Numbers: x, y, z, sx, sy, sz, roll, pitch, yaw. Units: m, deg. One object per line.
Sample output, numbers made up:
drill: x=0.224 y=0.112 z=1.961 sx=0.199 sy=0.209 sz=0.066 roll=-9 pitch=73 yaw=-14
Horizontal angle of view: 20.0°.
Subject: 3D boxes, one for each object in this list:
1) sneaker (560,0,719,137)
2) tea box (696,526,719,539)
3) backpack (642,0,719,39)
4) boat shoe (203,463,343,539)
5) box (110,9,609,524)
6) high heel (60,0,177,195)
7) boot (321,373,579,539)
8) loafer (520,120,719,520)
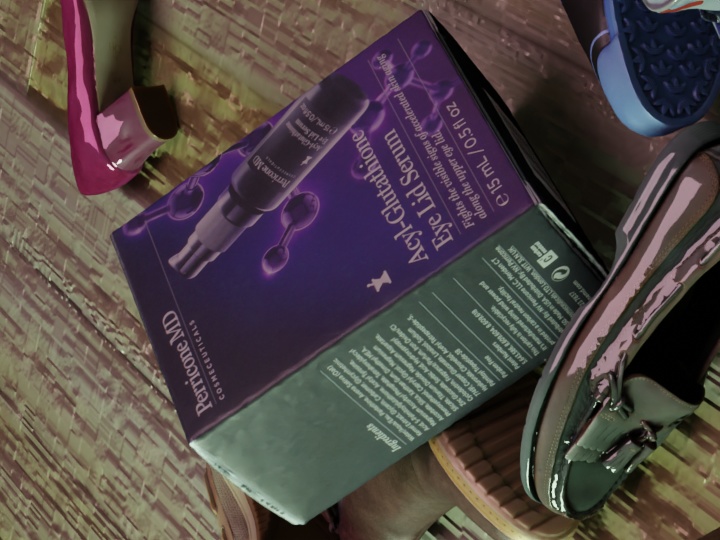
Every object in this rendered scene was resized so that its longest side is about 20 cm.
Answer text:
sneaker: x=0.115 y=-0.147 z=0.943 sx=0.078 sy=0.070 sz=0.200 roll=-34 pitch=55 yaw=55
tea box: x=0.185 y=0.177 z=0.661 sx=0.197 sy=0.200 sz=0.134 roll=26 pitch=112 yaw=28
backpack: x=0.173 y=-0.187 z=0.792 sx=0.200 sy=0.154 sz=0.191 roll=-55 pitch=36 yaw=44
boat shoe: x=-0.043 y=0.159 z=1.164 sx=0.200 sy=0.072 sz=0.065 roll=61 pitch=145 yaw=40
box: x=0.000 y=0.000 z=0.985 sx=0.200 sy=0.104 sz=0.148 roll=-36 pitch=49 yaw=9
high heel: x=-0.189 y=-0.153 z=1.381 sx=0.096 sy=0.067 sz=0.200 roll=-32 pitch=66 yaw=39
boot: x=0.038 y=0.111 z=1.067 sx=0.200 sy=0.072 sz=0.166 roll=53 pitch=145 yaw=37
loafer: x=0.132 y=0.034 z=0.909 sx=0.063 sy=0.072 sz=0.200 roll=40 pitch=119 yaw=39
